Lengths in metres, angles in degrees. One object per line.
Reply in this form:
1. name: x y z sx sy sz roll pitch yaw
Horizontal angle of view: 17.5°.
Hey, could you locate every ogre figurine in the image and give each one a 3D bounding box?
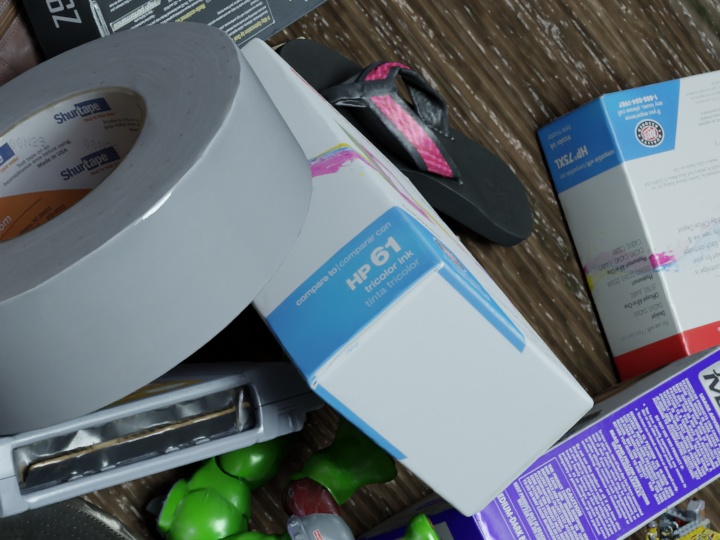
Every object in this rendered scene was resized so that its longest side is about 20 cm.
1. ogre figurine: -0.024 0.137 1.113 0.120 0.098 0.200 -30 83 -1

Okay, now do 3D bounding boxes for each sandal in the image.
1. sandal: 0.030 -0.075 1.238 0.200 0.045 0.075 26 44 -37

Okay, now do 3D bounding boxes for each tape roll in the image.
1. tape roll: -0.123 -0.022 1.015 0.200 0.200 0.066 -53 126 -32

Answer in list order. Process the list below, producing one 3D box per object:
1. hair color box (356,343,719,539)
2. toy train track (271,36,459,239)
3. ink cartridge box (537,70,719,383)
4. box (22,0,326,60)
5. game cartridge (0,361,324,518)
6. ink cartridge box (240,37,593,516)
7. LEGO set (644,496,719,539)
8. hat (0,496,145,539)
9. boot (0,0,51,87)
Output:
1. hair color box: 0.108 0.113 1.217 0.200 0.109 0.065 -25 88 -36
2. toy train track: 0.005 -0.032 1.242 0.115 0.033 0.200 -24 88 -36
3. ink cartridge box: 0.191 -0.006 1.333 0.116 0.067 0.200 -14 83 -34
4. box: -0.095 -0.181 1.168 0.200 0.043 0.160 -40 115 -46
5. game cartridge: -0.132 0.076 1.057 0.200 0.133 0.042 -14 99 -36
6. ink cartridge box: 0.000 0.000 1.100 0.085 0.200 0.145 -44 135 4
7. LEGO set: 0.159 0.195 1.186 0.200 0.154 0.116 -18 115 -34
8. hat: -0.142 0.180 1.052 0.200 0.081 0.201 11 69 -30
9. boot: -0.201 -0.152 1.126 0.186 0.064 0.200 44 59 -30
